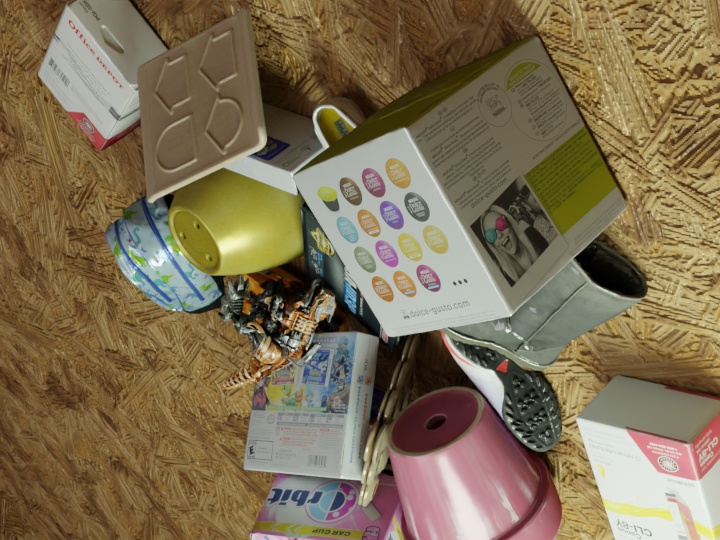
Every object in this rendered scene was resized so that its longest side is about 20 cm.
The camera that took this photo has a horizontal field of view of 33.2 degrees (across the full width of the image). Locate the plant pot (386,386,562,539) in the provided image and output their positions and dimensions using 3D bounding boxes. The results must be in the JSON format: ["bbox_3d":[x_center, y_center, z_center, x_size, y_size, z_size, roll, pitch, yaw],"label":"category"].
[{"bbox_3d":[0.122,0.249,1.456,0.199,0.200,0.180,5,130,49],"label":"plant pot"}]

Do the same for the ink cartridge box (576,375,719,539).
[{"bbox_3d":[0.332,0.226,1.288,0.145,0.083,0.201,8,128,47],"label":"ink cartridge box"}]

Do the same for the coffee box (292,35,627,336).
[{"bbox_3d":[0.095,-0.079,1.176,0.199,0.200,0.198,-15,109,55],"label":"coffee box"}]

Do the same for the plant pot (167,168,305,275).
[{"bbox_3d":[-0.162,-0.073,1.559,0.200,0.142,0.201,32,143,28],"label":"plant pot"}]

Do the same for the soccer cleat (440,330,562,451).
[{"bbox_3d":[0.166,0.126,1.431,0.200,0.068,0.073,51,172,-6],"label":"soccer cleat"}]

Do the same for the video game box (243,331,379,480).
[{"bbox_3d":[-0.066,0.173,1.566,0.199,0.047,0.183,-5,76,47],"label":"video game box"}]

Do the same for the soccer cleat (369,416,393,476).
[{"bbox_3d":[0.019,0.267,1.637,0.200,0.085,0.069,49,148,3],"label":"soccer cleat"}]

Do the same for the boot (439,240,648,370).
[{"bbox_3d":[0.178,0.026,1.270,0.181,0.073,0.200,21,154,-7],"label":"boot"}]

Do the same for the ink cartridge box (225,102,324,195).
[{"bbox_3d":[-0.116,-0.155,1.459,0.199,0.099,0.039,25,142,37],"label":"ink cartridge box"}]

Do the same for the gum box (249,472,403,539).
[{"bbox_3d":[-0.037,0.323,1.561,0.199,0.114,0.066,0,128,24],"label":"gum box"}]

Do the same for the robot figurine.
[{"bbox_3d":[-0.088,0.064,1.678,0.200,0.058,0.145,32,143,29],"label":"robot figurine"}]

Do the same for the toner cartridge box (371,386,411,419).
[{"bbox_3d":[0.011,0.209,1.710,0.199,0.043,0.095,19,137,41],"label":"toner cartridge box"}]

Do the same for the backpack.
[{"bbox_3d":[-0.267,-0.029,1.676,0.200,0.153,0.164,115,134,-71],"label":"backpack"}]

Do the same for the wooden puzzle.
[{"bbox_3d":[-0.185,-0.193,1.439,0.199,0.046,0.186,-24,63,32],"label":"wooden puzzle"}]

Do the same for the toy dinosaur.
[{"bbox_3d":[-0.117,0.079,1.559,0.136,0.200,0.102,54,-175,25],"label":"toy dinosaur"}]

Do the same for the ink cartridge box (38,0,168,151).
[{"bbox_3d":[-0.346,-0.275,1.644,0.147,0.083,0.200,52,148,-1],"label":"ink cartridge box"}]

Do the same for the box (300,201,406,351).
[{"bbox_3d":[0.000,0.000,1.473,0.159,0.046,0.200,41,161,15],"label":"box"}]

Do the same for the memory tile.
[{"bbox_3d":[0.038,0.186,1.522,0.017,0.200,0.154,16,138,10],"label":"memory tile"}]

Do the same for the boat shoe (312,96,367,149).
[{"bbox_3d":[0.013,-0.106,1.345,0.074,0.086,0.202,-33,91,19],"label":"boat shoe"}]
